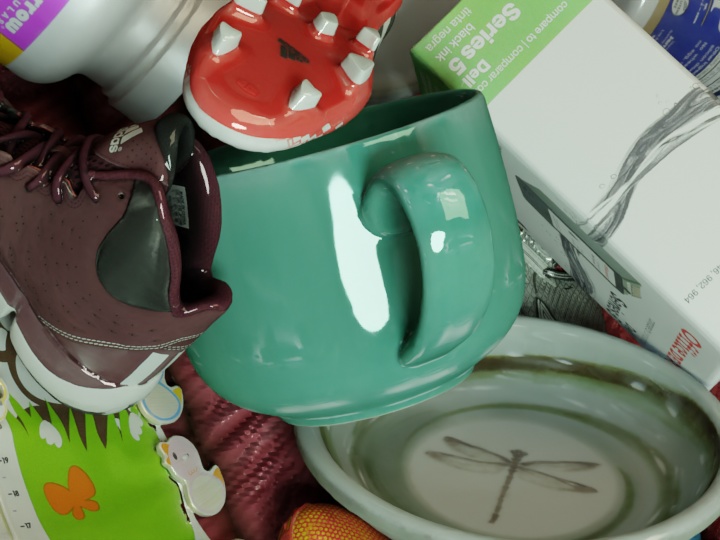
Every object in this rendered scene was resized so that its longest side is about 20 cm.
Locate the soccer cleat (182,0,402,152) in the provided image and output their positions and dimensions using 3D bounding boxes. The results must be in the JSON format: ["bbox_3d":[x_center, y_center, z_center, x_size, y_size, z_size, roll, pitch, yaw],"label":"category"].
[{"bbox_3d":[-0.030,-0.084,0.682,0.069,0.085,0.200,33,31,-5],"label":"soccer cleat"}]

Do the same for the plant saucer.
[{"bbox_3d":[0.068,0.086,0.741,0.199,0.050,0.200,3,26,-1],"label":"plant saucer"}]

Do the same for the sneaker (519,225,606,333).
[{"bbox_3d":[0.097,-0.038,0.888,0.078,0.082,0.201,12,56,-41],"label":"sneaker"}]

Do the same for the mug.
[{"bbox_3d":[-0.009,0.001,0.682,0.185,0.152,0.115,-55,132,-74],"label":"mug"}]

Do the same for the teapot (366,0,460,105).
[{"bbox_3d":[-0.019,-0.186,0.831,0.200,0.197,0.146,53,-6,-38],"label":"teapot"}]

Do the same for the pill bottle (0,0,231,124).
[{"bbox_3d":[-0.150,-0.151,0.700,0.200,0.104,0.104,38,42,-19],"label":"pill bottle"}]

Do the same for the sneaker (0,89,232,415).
[{"bbox_3d":[-0.117,-0.049,0.622,0.200,0.115,0.076,51,38,-7],"label":"sneaker"}]

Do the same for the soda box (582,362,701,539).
[{"bbox_3d":[0.121,0.147,0.794,0.068,0.064,0.201,27,46,-30],"label":"soda box"}]

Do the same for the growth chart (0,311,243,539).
[{"bbox_3d":[-0.127,0.048,0.651,0.145,0.018,0.200,-20,79,-51],"label":"growth chart"}]

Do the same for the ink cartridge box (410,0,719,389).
[{"bbox_3d":[0.124,-0.043,0.780,0.200,0.084,0.146,46,-3,12],"label":"ink cartridge box"}]

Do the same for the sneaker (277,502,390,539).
[{"bbox_3d":[0.047,0.167,0.693,0.200,0.077,0.073,44,40,-2],"label":"sneaker"}]

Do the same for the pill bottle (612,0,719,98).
[{"bbox_3d":[0.205,-0.173,1.066,0.200,0.120,0.120,8,57,-42],"label":"pill bottle"}]
